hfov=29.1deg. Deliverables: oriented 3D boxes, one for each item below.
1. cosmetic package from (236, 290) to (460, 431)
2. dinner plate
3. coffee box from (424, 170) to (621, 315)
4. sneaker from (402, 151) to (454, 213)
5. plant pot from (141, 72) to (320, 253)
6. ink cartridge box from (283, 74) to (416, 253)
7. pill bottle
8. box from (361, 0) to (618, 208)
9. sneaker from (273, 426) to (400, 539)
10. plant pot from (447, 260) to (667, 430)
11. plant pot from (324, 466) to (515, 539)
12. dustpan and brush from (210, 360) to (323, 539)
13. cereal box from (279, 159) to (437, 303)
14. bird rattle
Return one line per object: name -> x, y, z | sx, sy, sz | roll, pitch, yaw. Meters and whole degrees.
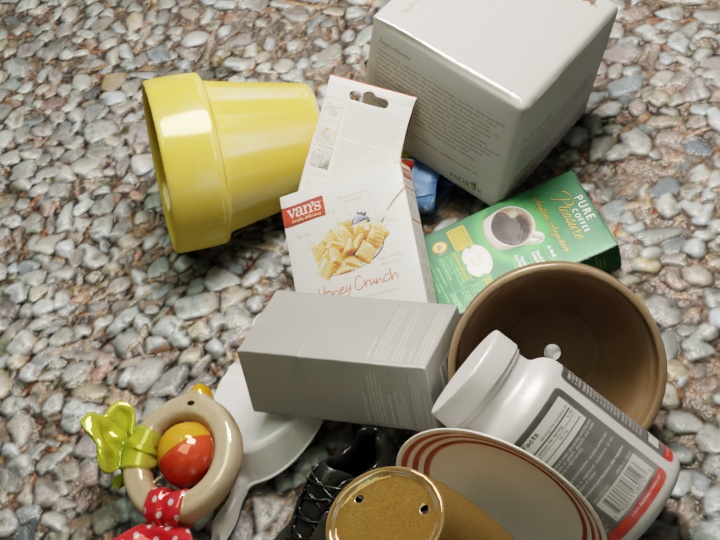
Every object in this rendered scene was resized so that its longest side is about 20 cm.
cosmetic package -> -0.007, 0.085, 1.342 | 0.199, 0.090, 0.107 | 3, 36, 25
dinner plate -> 0.123, 0.202, 1.193 | 0.200, 0.201, 0.024 | 15, 48, 29
coffee box -> 0.162, -0.016, 1.465 | 0.199, 0.044, 0.123 | -25, 48, -1
sneaker -> 0.070, -0.137, 1.593 | 0.105, 0.076, 0.201 | 10, 58, 9
plant pot -> -0.140, -0.134, 1.587 | 0.188, 0.201, 0.201 | -11, 47, -10
ink cartridge box -> -0.005, -0.102, 1.507 | 0.109, 0.050, 0.201 | 18, 98, 19
pill bottle -> 0.169, 0.149, 1.216 | 0.200, 0.116, 0.116 | 38, 66, 0
box -> 0.136, -0.222, 1.512 | 0.200, 0.172, 0.199 | 34, 57, 16
sneaker -> -0.035, 0.226, 1.302 | 0.076, 0.091, 0.200 | 25, 64, 32
plant pot -> 0.183, 0.085, 1.310 | 0.200, 0.202, 0.093 | -16, 8, 7
plant pot -> 0.048, 0.245, 1.090 | 0.186, 0.200, 0.187 | -11, 49, 13
dustpan and brush -> -0.113, 0.186, 1.396 | 0.139, 0.057, 0.200 | 1, 45, 34
cereal box -> 0.000, 0.000, 1.443 | 0.143, 0.040, 0.201 | -17, 75, 20
bird rattle -> -0.188, 0.197, 1.349 | 0.163, 0.113, 0.200 | -39, 43, 7
